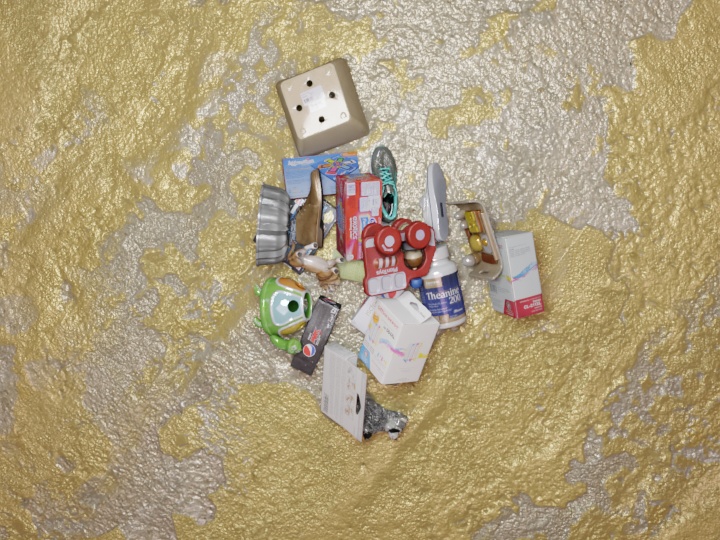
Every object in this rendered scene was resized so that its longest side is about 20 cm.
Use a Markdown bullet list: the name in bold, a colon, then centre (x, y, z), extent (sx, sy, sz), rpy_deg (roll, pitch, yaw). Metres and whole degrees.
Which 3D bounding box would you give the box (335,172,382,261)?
- **box**: centre (-0.005, -0.137, 1.498), extent (0.097, 0.095, 0.205), rpy_deg (-7, 111, -17)

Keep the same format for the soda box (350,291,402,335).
- **soda box**: centre (0.056, 0.074, 1.569), extent (0.063, 0.068, 0.201), rpy_deg (37, 98, -4)

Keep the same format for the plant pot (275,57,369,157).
- **plant pot**: centre (-0.100, -0.401, 1.448), extent (0.196, 0.177, 0.204), rpy_deg (-19, 98, 5)

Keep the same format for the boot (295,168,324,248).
- **boot**: centre (-0.128, -0.155, 1.483), extent (0.074, 0.074, 0.205), rpy_deg (4, 111, 2)

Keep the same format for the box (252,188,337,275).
- **box**: centre (-0.167, -0.116, 1.561), extent (0.157, 0.046, 0.202), rpy_deg (34, 98, -3)

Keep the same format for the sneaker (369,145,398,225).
- **sneaker**: centre (0.069, -0.216, 1.510), extent (0.076, 0.091, 0.205), rpy_deg (-8, 99, -9)

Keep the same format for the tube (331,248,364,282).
- **tube**: centre (0.000, 0.000, 1.541), extent (0.197, 0.052, 0.059), rpy_deg (15, 60, 33)

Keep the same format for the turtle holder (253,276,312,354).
- **turtle holder**: centre (-0.198, 0.111, 1.535), extent (0.129, 0.141, 0.190), rpy_deg (-2, 66, 15)

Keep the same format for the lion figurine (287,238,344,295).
- **lion figurine**: centre (-0.121, -0.016, 1.506), extent (0.198, 0.122, 0.074), rpy_deg (34, 61, -25)

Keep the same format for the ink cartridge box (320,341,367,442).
- **ink cartridge box**: centre (-0.033, 0.316, 1.552), extent (0.044, 0.175, 0.205), rpy_deg (-14, 118, -40)

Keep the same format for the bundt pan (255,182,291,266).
- **bundt pan**: centre (-0.210, -0.109, 1.446), extent (0.074, 0.202, 0.207), rpy_deg (4, 99, -7)

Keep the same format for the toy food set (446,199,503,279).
- **toy food set**: centre (0.280, -0.080, 1.493), extent (0.059, 0.143, 0.204), rpy_deg (-22, 98, -12)

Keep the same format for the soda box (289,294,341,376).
- **soda box**: centre (-0.120, 0.174, 1.595), extent (0.070, 0.063, 0.203), rpy_deg (24, 98, -1)

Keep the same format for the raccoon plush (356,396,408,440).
- **raccoon plush**: centre (0.049, 0.366, 1.608), extent (0.131, 0.097, 0.204), rpy_deg (-20, 97, -3)

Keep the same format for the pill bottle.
- **pill bottle**: centre (0.205, 0.040, 1.536), extent (0.108, 0.111, 0.205), rpy_deg (-12, 98, 4)

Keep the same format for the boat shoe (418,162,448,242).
- **boat shoe**: centre (0.181, -0.174, 1.526), extent (0.064, 0.073, 0.205), rpy_deg (-7, 82, 38)

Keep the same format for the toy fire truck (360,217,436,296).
- **toy fire truck**: centre (0.093, -0.033, 1.443), extent (0.196, 0.112, 0.172), rpy_deg (-10, 103, -20)

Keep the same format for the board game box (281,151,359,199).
- **board game box**: centre (-0.099, -0.243, 1.520), extent (0.195, 0.019, 0.106), rpy_deg (-7, 91, -11)

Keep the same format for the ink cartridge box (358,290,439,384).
- **ink cartridge box**: centre (0.099, 0.166, 1.510), extent (0.123, 0.128, 0.204), rpy_deg (1, 116, -34)

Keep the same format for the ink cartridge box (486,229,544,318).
- **ink cartridge box**: centre (0.383, 0.004, 1.499), extent (0.081, 0.146, 0.205), rpy_deg (-12, 99, -10)
